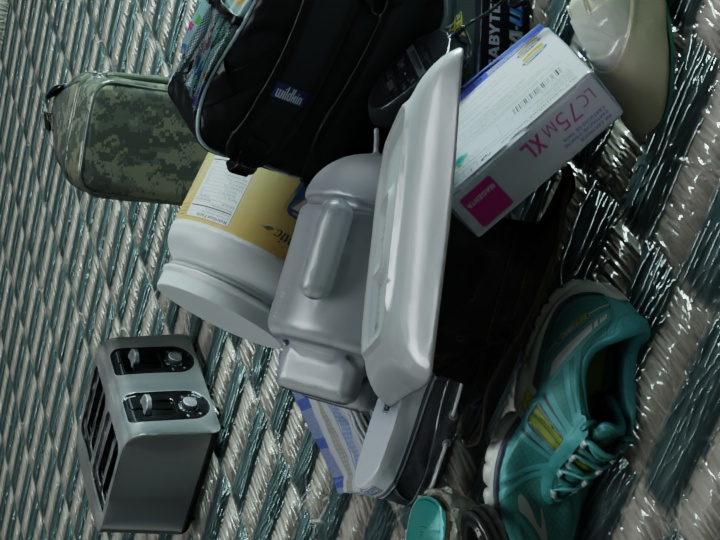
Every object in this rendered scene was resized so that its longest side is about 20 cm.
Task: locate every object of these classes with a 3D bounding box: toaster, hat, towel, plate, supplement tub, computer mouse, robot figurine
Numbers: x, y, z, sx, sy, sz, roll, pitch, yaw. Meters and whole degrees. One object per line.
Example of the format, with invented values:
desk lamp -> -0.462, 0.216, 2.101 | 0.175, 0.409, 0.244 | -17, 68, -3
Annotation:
toaster -> -0.251, 0.197, 1.734 | 0.181, 0.118, 0.201 | -116, 38, -49
hat -> 0.078, 0.015, 0.993 | 0.201, 0.080, 0.202 | 21, -90, -84
towel -> -0.020, 0.126, 1.239 | 0.148, 0.024, 0.200 | 64, 165, 0
plate -> 0.028, -0.020, 0.943 | 0.200, 0.032, 0.202 | 124, 153, -79
supplement tub -> -0.080, -0.048, 1.292 | 0.144, 0.144, 0.201 | -2, 61, 65
computer mouse -> 0.085, -0.169, 1.064 | 0.200, 0.034, 0.059 | -39, 30, 17
robot figurine -> 0.000, 0.000, 1.096 | 0.170, 0.112, 0.201 | 40, -114, -69

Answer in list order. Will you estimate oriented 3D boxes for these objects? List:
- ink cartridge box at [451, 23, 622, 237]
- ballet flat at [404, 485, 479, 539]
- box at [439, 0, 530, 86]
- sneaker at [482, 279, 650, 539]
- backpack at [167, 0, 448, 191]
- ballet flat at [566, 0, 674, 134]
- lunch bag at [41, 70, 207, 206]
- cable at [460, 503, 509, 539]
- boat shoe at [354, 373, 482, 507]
ink cartridge box -> 0.100, -0.100, 0.984 | 0.119, 0.042, 0.200 | -41, 18, 11
ballet flat -> 0.055, 0.261, 1.098 | 0.072, 0.071, 0.201 | 18, 92, 65
box -> 0.075, -0.216, 1.161 | 0.159, 0.046, 0.202 | 176, 97, -65
sneaker -> 0.135, 0.107, 0.957 | 0.080, 0.077, 0.201 | 32, 116, 53
backpack -> -0.036, -0.182, 1.134 | 0.201, 0.177, 0.151 | -58, 36, 26
ballet flat -> 0.161, -0.188, 0.948 | 0.069, 0.069, 0.202 | 166, 106, -64
lunch bag -> -0.249, -0.153, 1.683 | 0.168, 0.199, 0.140 | 23, 107, 63
cable -> 0.104, 0.249, 0.989 | 0.097, 0.050, 0.202 | 175, 84, -76
boat shoe -> 0.062, 0.083, 1.128 | 0.201, 0.067, 0.072 | -70, 17, -8
